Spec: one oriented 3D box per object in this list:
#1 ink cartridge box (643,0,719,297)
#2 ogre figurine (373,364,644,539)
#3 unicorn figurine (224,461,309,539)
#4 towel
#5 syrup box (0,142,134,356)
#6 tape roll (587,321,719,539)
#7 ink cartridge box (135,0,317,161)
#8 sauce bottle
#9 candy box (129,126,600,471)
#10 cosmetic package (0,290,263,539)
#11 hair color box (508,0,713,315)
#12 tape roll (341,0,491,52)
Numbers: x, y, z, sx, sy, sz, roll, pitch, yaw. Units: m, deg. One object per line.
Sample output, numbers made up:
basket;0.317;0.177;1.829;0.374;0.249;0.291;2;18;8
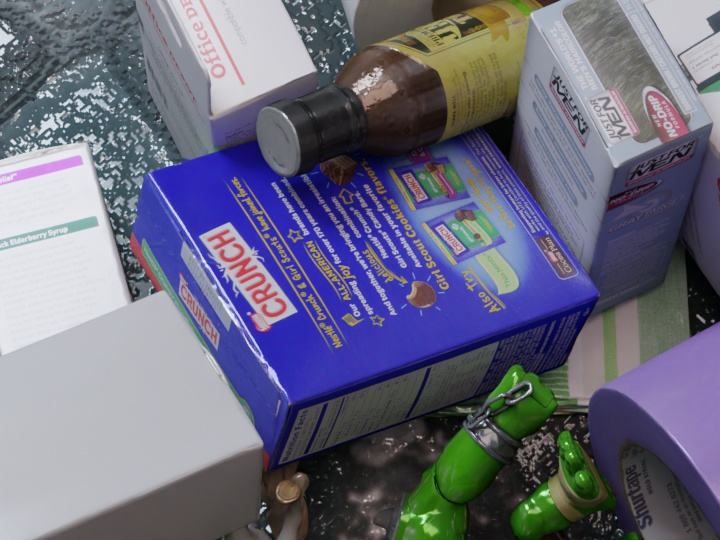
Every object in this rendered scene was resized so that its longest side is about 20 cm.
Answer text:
ink cartridge box;0.205;-0.076;1.286;0.084;0.146;0.200;-24;48;-6
ogre figurine;0.093;0.165;1.242;0.120;0.200;0.098;-30;27;10
unicorn figurine;-0.080;0.189;1.234;0.074;0.138;0.200;36;56;23
towel;0.093;0.014;1.352;0.199;0.023;0.153;-2;67;-1
syrup box;-0.164;0.037;1.310;0.081;0.079;0.201;-14;68;-6
tape roll;0.205;0.131;1.209;0.085;0.200;0.200;-28;70;-11
ink cartridge box;-0.076;-0.117;1.309;0.068;0.200;0.116;-24;70;-10
sauce bottle;0.034;-0.100;1.269;0.200;0.065;0.065;-23;68;-34
candy box;0.000;0.000;1.273;0.199;0.077;0.169;-17;58;-27
cosmetic package;-0.159;0.104;1.157;0.199;0.081;0.113;-20;56;-21
hair color box;0.131;-0.062;1.266;0.060;0.200;0.099;-23;68;-10
tape roll;0.083;-0.189;1.339;0.202;0.203;0.071;-14;62;-6
